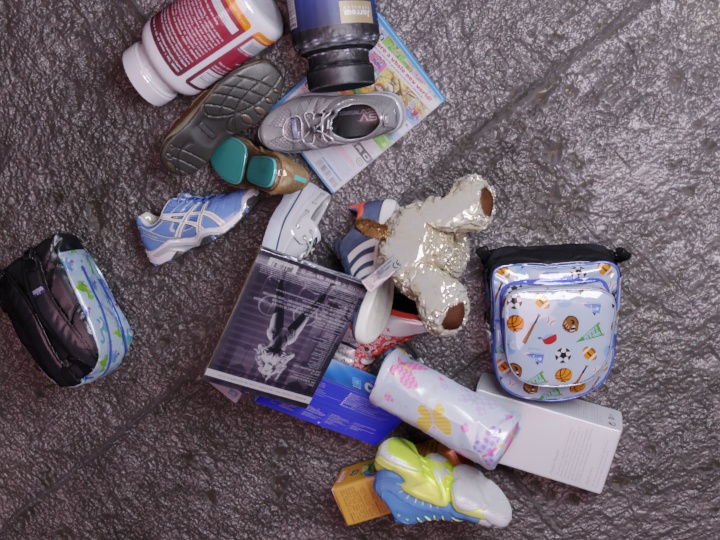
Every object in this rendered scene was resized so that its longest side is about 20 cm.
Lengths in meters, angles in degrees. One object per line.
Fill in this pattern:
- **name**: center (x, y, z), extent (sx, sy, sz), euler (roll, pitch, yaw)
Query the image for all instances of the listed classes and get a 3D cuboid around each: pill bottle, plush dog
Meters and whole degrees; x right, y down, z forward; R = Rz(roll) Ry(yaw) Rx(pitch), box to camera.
- **pill bottle**: center (-0.035, -0.327, 1.075), extent (0.111, 0.112, 0.202), euler (-6, 96, 15)
- **pill bottle**: center (-0.208, -0.302, 1.135), extent (0.199, 0.113, 0.114), euler (-28, 97, 18)
- **plush dog**: center (0.085, -0.022, 1.108), extent (0.159, 0.172, 0.202), euler (13, 85, 18)

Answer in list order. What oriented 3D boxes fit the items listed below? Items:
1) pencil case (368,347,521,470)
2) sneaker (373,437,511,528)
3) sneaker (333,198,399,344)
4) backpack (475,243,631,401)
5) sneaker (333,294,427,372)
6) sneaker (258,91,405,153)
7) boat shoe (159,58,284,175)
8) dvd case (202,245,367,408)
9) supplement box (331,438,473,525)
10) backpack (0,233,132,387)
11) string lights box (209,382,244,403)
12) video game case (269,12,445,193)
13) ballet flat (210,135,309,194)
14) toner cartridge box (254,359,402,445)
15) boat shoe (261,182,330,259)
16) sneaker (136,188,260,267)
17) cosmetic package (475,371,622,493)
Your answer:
- **pencil case**: center (0.109, 0.179, 1.139), extent (0.199, 0.091, 0.084), euler (28, 113, 17)
- **sneaker**: center (0.104, 0.310, 1.191), extent (0.199, 0.076, 0.106), euler (29, 121, 13)
- **sneaker**: center (0.000, 0.000, 1.161), extent (0.084, 0.075, 0.202), euler (4, 66, 20)
- **backpack**: center (0.247, 0.072, 1.118), extent (0.198, 0.154, 0.192), euler (0, 116, 10)
- **sneaker**: center (0.026, 0.093, 1.216), extent (0.199, 0.067, 0.109), euler (5, 108, 15)
- **sneaker**: center (-0.045, -0.194, 1.122), extent (0.198, 0.082, 0.076), euler (-10, 103, 17)
- **boat shoe**: center (-0.193, -0.215, 1.171), extent (0.199, 0.074, 0.076), euler (-37, 123, 6)
- **dvd case**: center (-0.095, 0.076, 1.097), extent (0.147, 0.016, 0.201), euler (18, 114, -20)
- **supplement box**: center (0.061, 0.302, 1.264), extent (0.199, 0.067, 0.069), euler (-24, 99, 18)
- **backpack**: center (-0.430, 0.071, 1.287), extent (0.162, 0.153, 0.201), euler (-33, 74, 17)
- **string lights box**: center (-0.131, 0.082, 1.199), extent (0.059, 0.103, 0.201), euler (36, 128, 2)
- **video game case**: center (-0.007, -0.220, 1.161), extent (0.199, 0.018, 0.144), euler (-38, 93, 20)
- **ballet flat**: center (-0.131, -0.137, 1.165), extent (0.199, 0.072, 0.069), euler (20, 99, 53)
- **toner cartridge box**: center (-0.038, 0.173, 1.209), extent (0.199, 0.043, 0.095), euler (24, 128, -21)
- **boat shoe**: center (-0.084, -0.050, 1.137), extent (0.066, 0.201, 0.074), euler (16, 139, 0)
- **sneaker**: center (-0.231, -0.075, 1.223), extent (0.199, 0.076, 0.078), euler (-24, 103, 17)
- **cosmetic package**: center (0.246, 0.220, 1.195), extent (0.198, 0.074, 0.103), euler (17, 108, 10)
